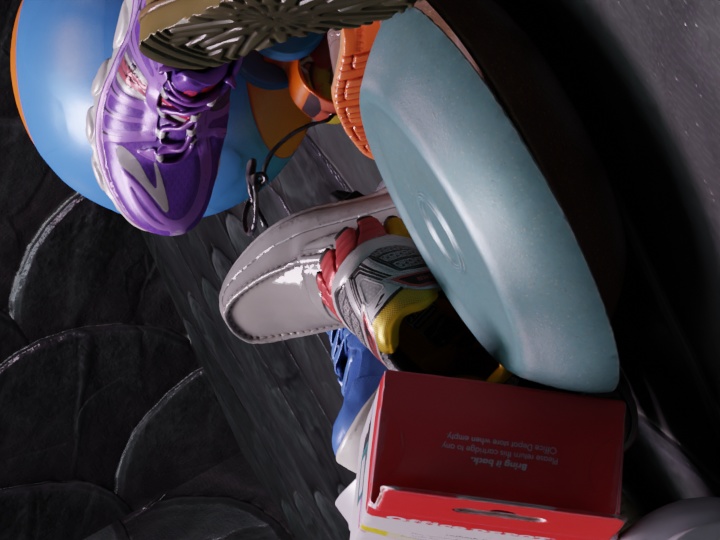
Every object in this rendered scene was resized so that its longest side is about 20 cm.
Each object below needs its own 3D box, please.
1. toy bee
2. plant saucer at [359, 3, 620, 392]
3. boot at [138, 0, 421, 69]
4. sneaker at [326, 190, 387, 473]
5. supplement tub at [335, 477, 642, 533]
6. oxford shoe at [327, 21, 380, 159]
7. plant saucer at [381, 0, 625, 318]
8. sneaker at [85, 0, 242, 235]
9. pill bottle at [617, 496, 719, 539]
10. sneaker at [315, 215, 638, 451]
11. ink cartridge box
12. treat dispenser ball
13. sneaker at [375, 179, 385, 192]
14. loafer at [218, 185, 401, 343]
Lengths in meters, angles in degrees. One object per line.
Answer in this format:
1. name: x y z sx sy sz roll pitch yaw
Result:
1. toy bee: -0.018 -0.124 1.387 0.131 0.108 0.201 -150 60 -77
2. plant saucer: 0.049 -0.025 1.122 0.200 0.036 0.200 59 171 15
3. boot: -0.039 -0.206 1.119 0.066 0.175 0.201 19 -114 -49
4. sneaker: -0.010 0.028 1.436 0.111 0.200 0.077 26 133 0
5. supplement tub: 0.093 0.172 1.384 0.200 0.145 0.145 52 170 9
6. oxford shoe: 0.013 -0.136 1.270 0.200 0.071 0.073 81 177 -51
7. plant saucer: 0.072 -0.056 1.166 0.201 0.037 0.200 60 172 14
8. sneaker: -0.101 -0.100 1.344 0.084 0.080 0.201 -115 27 -52
9. pill bottle: 0.157 0.167 1.180 0.110 0.109 0.200 60 172 9
10. sneaker: 0.065 0.051 1.251 0.200 0.078 0.082 28 -165 -31
11. ink cartridge box: 0.059 0.097 1.181 0.200 0.116 0.068 107 170 -75
12. treat dispenser ball: -0.123 -0.132 1.590 0.201 0.200 0.201 59 171 15
13. sneaker: 0.068 -0.005 1.383 0.200 0.074 0.082 60 138 45
14. loafer: 0.000 0.000 1.334 0.070 0.200 0.070 38 -137 -31
